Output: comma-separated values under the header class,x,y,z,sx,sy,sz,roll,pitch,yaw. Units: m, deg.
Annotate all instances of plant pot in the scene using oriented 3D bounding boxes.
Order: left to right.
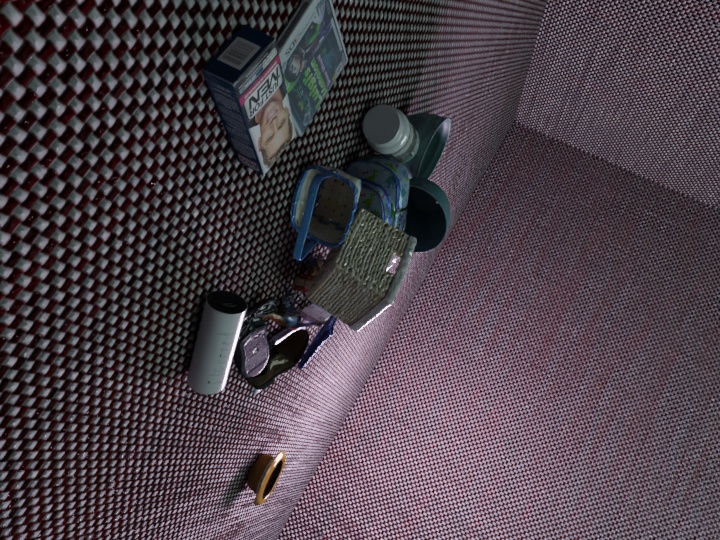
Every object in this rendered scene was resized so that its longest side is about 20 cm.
class,x,y,z,sx,sy,sz,roll,pitch,yaw
plant pot,0.152,-0.360,1.520,0.201,0.133,0.201,-56,164,-25
plant pot,0.161,-0.169,1.454,0.135,0.198,0.202,-51,162,-46

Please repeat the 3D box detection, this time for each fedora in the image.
class,x,y,z,sx,sy,sz,roll,pitch,yaw
fedora,-0.336,0.711,1.862,0.202,0.081,0.202,-59,163,-31

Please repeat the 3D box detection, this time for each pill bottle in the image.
class,x,y,z,sx,sy,sz,roll,pitch,yaw
pill bottle,0.077,-0.341,1.340,0.114,0.112,0.200,-64,165,8

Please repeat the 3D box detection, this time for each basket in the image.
class,x,y,z,sx,sy,sz,roll,pitch,yaw
basket,-0.081,-0.127,1.119,0.200,0.138,0.178,-59,170,-66
basket,0.000,0.000,1.252,0.200,0.160,0.200,-47,-165,53

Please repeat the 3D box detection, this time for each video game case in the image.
class,x,y,z,sx,sy,sz,roll,pitch,yaw
video game case,-0.090,-0.357,0.924,0.183,0.023,0.200,-60,165,-8

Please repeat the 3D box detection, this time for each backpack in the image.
class,x,y,z,sx,sy,sz,roll,pitch,yaw
backpack,0.029,-0.178,1.336,0.147,0.181,0.202,-34,139,-55

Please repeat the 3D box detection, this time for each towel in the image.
class,x,y,z,sx,sy,sz,roll,pitch,yaw
towel,-0.101,0.174,1.432,0.145,0.024,0.200,-52,-177,18

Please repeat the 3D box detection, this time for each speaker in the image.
class,x,y,z,sx,sy,sz,roll,pitch,yaw
speaker,-0.281,0.142,1.045,0.081,0.081,0.202,-35,149,-60

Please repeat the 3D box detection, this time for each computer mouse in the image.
class,x,y,z,sx,sy,sz,roll,pitch,yaw
computer mouse,-0.254,0.156,1.227,0.138,0.052,0.202,-32,139,-44

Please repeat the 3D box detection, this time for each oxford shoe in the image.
class,x,y,z,sx,sy,sz,roll,pitch,yaw
oxford shoe,-0.213,0.223,1.375,0.200,0.073,0.085,-45,148,-8

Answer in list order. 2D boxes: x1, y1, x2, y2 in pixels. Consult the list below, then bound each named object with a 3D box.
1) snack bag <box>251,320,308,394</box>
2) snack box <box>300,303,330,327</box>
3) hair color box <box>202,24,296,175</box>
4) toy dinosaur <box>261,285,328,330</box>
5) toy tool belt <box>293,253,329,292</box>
class,x,y,z,sx,sy,sz,roll,pitch,yaw
snack bag,-0.225,0.236,1.519,0.200,0.021,0.190,-30,146,-63
snack box,-0.105,0.118,1.613,0.200,0.071,0.025,-29,143,-64
hair color box,-0.159,-0.249,0.808,0.101,0.060,0.201,-56,165,-20
toy dinosaur,-0.190,0.114,1.390,0.198,0.106,0.182,-16,154,-23
toy tool belt,-0.098,0.003,1.385,0.199,0.123,0.125,19,80,-59
